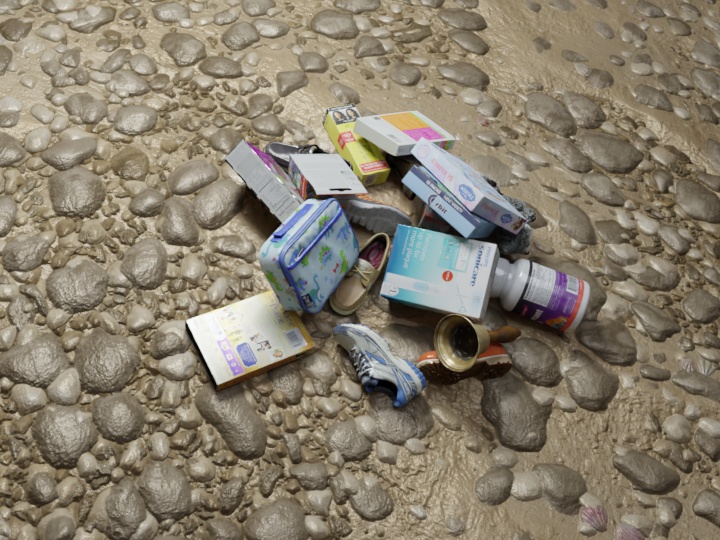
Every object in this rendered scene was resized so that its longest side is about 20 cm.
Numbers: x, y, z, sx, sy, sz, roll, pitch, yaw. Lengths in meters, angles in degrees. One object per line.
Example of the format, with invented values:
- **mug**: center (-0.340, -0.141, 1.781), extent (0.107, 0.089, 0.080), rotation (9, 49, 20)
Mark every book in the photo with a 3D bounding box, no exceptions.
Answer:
- **book**: center (0.100, -0.301, 1.829), extent (0.200, 0.048, 0.134), rotation (-14, 41, -45)

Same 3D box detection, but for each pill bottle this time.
- **pill bottle**: center (0.353, 0.042, 1.691), extent (0.199, 0.112, 0.112), rotation (20, 54, -1)

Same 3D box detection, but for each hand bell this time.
- **hand bell**: center (0.241, 0.127, 1.557), extent (0.200, 0.104, 0.104), rotation (-3, 54, -45)

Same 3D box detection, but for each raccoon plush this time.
- **raccoon plush**: center (0.285, -0.111, 1.754), extent (0.200, 0.097, 0.134), rotation (35, 25, 3)

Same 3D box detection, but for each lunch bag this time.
- **lunch bag**: center (-0.093, -0.031, 1.548), extent (0.082, 0.161, 0.200), rotation (5, 41, 38)

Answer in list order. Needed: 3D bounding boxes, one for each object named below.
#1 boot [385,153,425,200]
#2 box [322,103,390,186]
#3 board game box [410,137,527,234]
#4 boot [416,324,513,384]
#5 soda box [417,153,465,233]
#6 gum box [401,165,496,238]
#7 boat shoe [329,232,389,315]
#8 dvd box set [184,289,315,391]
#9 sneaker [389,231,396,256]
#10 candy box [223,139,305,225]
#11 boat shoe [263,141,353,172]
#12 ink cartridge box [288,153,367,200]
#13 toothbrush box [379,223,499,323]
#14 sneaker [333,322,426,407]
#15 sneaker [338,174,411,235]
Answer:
- **boot**: center (0.091, -0.218, 1.804), extent (0.097, 0.075, 0.200), rotation (21, 32, 0)
- **box**: center (-0.011, -0.278, 1.843), extent (0.075, 0.050, 0.200), rotation (-13, 62, -25)
- **board game box**: center (0.219, -0.168, 1.662), extent (0.200, 0.041, 0.200), rotation (19, 26, -52)
- **boot**: center (0.186, 0.156, 1.597), extent (0.199, 0.075, 0.107), rotation (-2, 54, -27)
- **soda box**: center (0.176, -0.163, 1.806), extent (0.063, 0.068, 0.200), rotation (19, 55, -3)
- **gum box**: center (0.183, -0.134, 1.648), extent (0.170, 0.045, 0.200), rotation (43, 15, 12)
- **boat shoe**: center (0.000, 0.000, 1.648), extent (0.074, 0.066, 0.200), rotation (27, 54, 3)
- **dvd box set**: center (-0.203, 0.122, 1.531), extent (0.200, 0.029, 0.147), rotation (-21, 64, -26)
- **sneaker**: center (0.150, -0.011, 1.701), extent (0.199, 0.075, 0.085), rotation (22, 60, 7)
- **candy box**: center (-0.168, -0.162, 1.667), extent (0.061, 0.136, 0.200), rotation (-44, 73, 8)
- **boat shoe**: center (-0.108, -0.240, 1.781), extent (0.199, 0.065, 0.072), rotation (21, 54, -1)
- **ink cartridge box**: center (-0.067, -0.174, 1.647), extent (0.109, 0.050, 0.200), rotation (-3, 31, -20)
- **toothbrush box**: center (0.156, 0.007, 1.606), extent (0.199, 0.085, 0.147), rotation (14, 84, 15)
- **sneaker**: center (0.023, 0.175, 1.533), extent (0.200, 0.077, 0.085), rotation (36, 59, 10)
- **sneaker**: center (0.013, -0.147, 1.747), extent (0.199, 0.078, 0.112), rotation (18, 40, -18)
